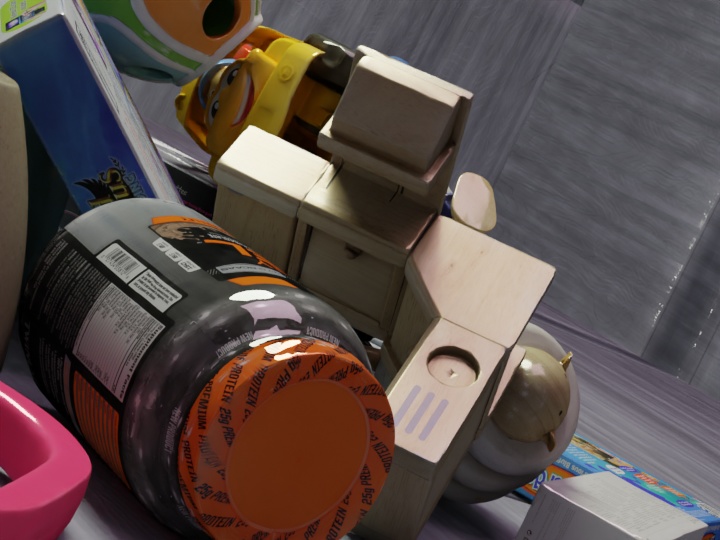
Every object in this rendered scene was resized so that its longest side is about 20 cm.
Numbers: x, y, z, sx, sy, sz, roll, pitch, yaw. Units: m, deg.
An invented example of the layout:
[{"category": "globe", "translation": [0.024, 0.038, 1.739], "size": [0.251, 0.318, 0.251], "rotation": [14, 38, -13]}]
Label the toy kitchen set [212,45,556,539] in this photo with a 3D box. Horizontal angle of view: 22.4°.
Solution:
[{"category": "toy kitchen set", "translation": [-0.010, 0.002, 0.985], "size": [0.199, 0.164, 0.181], "rotation": [25, 44, 11]}]

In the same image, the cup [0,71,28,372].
[{"category": "cup", "translation": [-0.237, -0.045, 0.860], "size": [0.199, 0.144, 0.200], "rotation": [25, 5, -2]}]

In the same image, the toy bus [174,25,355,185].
[{"category": "toy bus", "translation": [-0.058, -0.112, 1.263], "size": [0.192, 0.136, 0.200], "rotation": [35, 10, 30]}]

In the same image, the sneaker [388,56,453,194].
[{"category": "sneaker", "translation": [0.040, -0.049, 1.190], "size": [0.088, 0.075, 0.201], "rotation": [35, -31, 34]}]

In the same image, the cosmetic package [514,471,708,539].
[{"category": "cosmetic package", "translation": [0.165, 0.174, 1.181], "size": [0.082, 0.051, 0.200], "rotation": [26, 5, 20]}]

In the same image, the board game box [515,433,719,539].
[{"category": "board game box", "translation": [0.172, 0.161, 1.380], "size": [0.199, 0.045, 0.152], "rotation": [29, 6, 24]}]

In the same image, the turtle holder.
[{"category": "turtle holder", "translation": [-0.142, -0.183, 1.172], "size": [0.132, 0.141, 0.185], "rotation": [50, -44, -12]}]

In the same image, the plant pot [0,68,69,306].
[{"category": "plant pot", "translation": [-0.263, -0.094, 1.137], "size": [0.200, 0.162, 0.201], "rotation": [26, 4, -2]}]

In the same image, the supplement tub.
[{"category": "supplement tub", "translation": [-0.073, 0.049, 0.842], "size": [0.122, 0.123, 0.200], "rotation": [23, 6, -35]}]

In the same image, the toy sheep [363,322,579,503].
[{"category": "toy sheep", "translation": [0.064, 0.085, 1.163], "size": [0.137, 0.139, 0.200], "rotation": [24, -18, -25]}]

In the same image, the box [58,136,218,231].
[{"category": "box", "translation": [-0.160, -0.037, 1.335], "size": [0.199, 0.115, 0.132], "rotation": [29, 6, 27]}]

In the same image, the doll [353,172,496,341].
[{"category": "doll", "translation": [0.000, 0.000, 1.151], "size": [0.136, 0.200, 0.049], "rotation": [18, 52, -21]}]

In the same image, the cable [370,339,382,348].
[{"category": "cable", "translation": [-0.012, 0.038, 1.583], "size": [0.199, 0.070, 0.200], "rotation": [23, 6, -34]}]

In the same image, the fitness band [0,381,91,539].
[{"category": "fitness band", "translation": [-0.177, 0.063, 0.683], "size": [0.143, 0.038, 0.200], "rotation": [29, 6, 4]}]

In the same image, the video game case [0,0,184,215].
[{"category": "video game case", "translation": [-0.144, -0.070, 1.014], "size": [0.181, 0.045, 0.201], "rotation": [-116, -179, -65]}]

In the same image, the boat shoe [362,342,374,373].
[{"category": "boat shoe", "translation": [-0.029, 0.047, 1.415], "size": [0.199, 0.066, 0.074], "rotation": [30, 6, 40]}]
